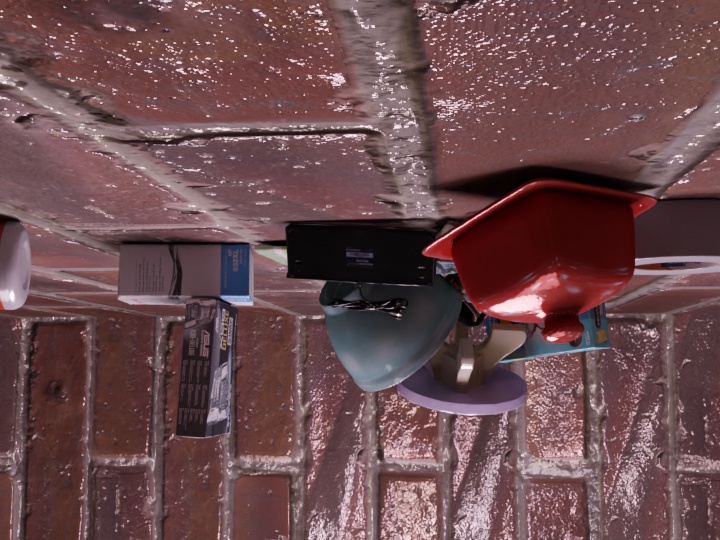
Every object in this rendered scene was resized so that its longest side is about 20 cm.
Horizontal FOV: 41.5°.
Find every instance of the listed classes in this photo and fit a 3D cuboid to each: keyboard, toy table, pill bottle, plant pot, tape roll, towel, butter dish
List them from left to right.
[{"bbox_3d":[-0.525,-0.008,1.200,0.197,0.114,0.112,1,174,-10],"label":"pill bottle"},{"bbox_3d":[-0.044,-0.027,1.458,0.197,0.024,0.152,0,173,15],"label":"towel"},{"bbox_3d":[0.000,0.000,1.240,0.197,0.129,0.021,4,-158,9],"label":"keyboard"},{"bbox_3d":[0.026,0.050,1.344,0.134,0.201,0.199,46,153,-21],"label":"plant pot"},{"bbox_3d":[0.156,0.132,1.434,0.197,0.119,0.184,-1,-154,-8],"label":"toy table"},{"bbox_3d":[0.198,0.003,0.999,0.197,0.150,0.199,4,157,-36],"label":"butter dish"},{"bbox_3d":[0.380,-0.037,1.152,0.197,0.067,0.200,0,173,0],"label":"tape roll"}]

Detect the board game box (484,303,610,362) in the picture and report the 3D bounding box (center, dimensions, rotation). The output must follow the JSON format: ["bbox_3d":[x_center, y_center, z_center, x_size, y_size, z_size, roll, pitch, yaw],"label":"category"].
[{"bbox_3d":[0.280,0.055,1.464,0.047,0.153,0.199,4,167,-43],"label":"board game box"}]

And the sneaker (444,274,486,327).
[{"bbox_3d":[0.206,0.036,1.405,0.198,0.078,0.112,-8,-151,33],"label":"sneaker"}]

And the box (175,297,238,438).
[{"bbox_3d":[-0.231,0.148,1.442,0.049,0.203,0.158,3,172,4],"label":"box"}]

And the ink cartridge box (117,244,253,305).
[{"bbox_3d":[-0.267,0.008,1.482,0.197,0.085,0.145,0,174,-5],"label":"ink cartridge box"}]

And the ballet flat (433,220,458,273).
[{"bbox_3d":[0.141,-0.040,1.199,0.074,0.075,0.199,6,170,-42],"label":"ballet flat"}]

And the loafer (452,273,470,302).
[{"bbox_3d":[0.172,-0.016,1.280,0.075,0.070,0.200,-45,179,-30],"label":"loafer"}]
